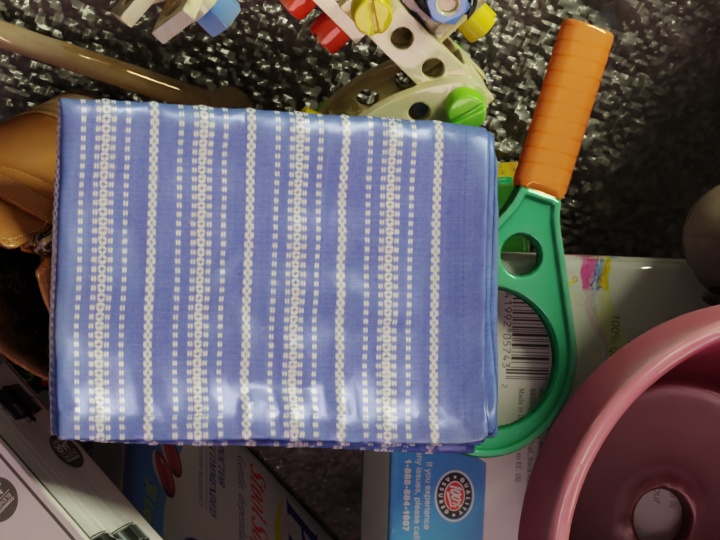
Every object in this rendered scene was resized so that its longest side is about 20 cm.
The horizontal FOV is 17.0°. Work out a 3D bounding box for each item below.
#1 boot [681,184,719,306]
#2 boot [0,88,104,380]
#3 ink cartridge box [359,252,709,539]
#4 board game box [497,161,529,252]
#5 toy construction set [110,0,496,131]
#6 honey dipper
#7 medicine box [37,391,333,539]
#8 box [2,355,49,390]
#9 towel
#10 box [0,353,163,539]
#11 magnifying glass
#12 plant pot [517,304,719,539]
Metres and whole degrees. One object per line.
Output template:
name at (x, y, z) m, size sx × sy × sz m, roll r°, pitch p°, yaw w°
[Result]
boot at (0.232, 0.002, 1.044) m, size 0.198 × 0.146 × 0.071 m, roll 6°, pitch 93°, yaw -10°
boot at (-0.094, 0.007, 1.070) m, size 0.200 × 0.155 × 0.077 m, roll 44°, pitch 118°, yaw -5°
ink cartridge box at (0.105, 0.066, 1.138) m, size 0.198 × 0.085 × 0.146 m, roll 2°, pitch 90°, yaw -9°
board game box at (0.000, 0.000, 1.184) m, size 0.198 × 0.030 × 0.096 m, roll -4°, pitch 124°, yaw 1°
toy construction set at (-0.017, -0.107, 1.072) m, size 0.131 × 0.092 × 0.200 m, roll -42°, pitch 127°, yaw 14°
honey dipper at (-0.143, -0.099, 1.104) m, size 0.199 × 0.038 × 0.038 m, roll 19°, pitch 121°, yaw -20°
medicine box at (-0.092, 0.170, 1.198) m, size 0.103 × 0.183 × 0.200 m, roll -32°, pitch 121°, yaw 17°
box at (-0.227, 0.005, 1.122) m, size 0.198 × 0.110 × 0.035 m, roll 4°, pitch 124°, yaw -6°
towel at (-0.033, 0.004, 1.024) m, size 0.198 × 0.024 × 0.146 m, roll 2°, pitch 87°, yaw -20°
box at (-0.151, 0.137, 1.047) m, size 0.117 × 0.060 × 0.200 m, roll -43°, pitch 83°, yaw 16°
magnifying glass at (0.074, -0.014, 1.080) m, size 0.079 × 0.022 × 0.202 m, roll 18°, pitch 83°, yaw -9°
plant pot at (0.152, 0.110, 1.013) m, size 0.198 × 0.179 × 0.202 m, roll 0°, pitch 92°, yaw -10°
